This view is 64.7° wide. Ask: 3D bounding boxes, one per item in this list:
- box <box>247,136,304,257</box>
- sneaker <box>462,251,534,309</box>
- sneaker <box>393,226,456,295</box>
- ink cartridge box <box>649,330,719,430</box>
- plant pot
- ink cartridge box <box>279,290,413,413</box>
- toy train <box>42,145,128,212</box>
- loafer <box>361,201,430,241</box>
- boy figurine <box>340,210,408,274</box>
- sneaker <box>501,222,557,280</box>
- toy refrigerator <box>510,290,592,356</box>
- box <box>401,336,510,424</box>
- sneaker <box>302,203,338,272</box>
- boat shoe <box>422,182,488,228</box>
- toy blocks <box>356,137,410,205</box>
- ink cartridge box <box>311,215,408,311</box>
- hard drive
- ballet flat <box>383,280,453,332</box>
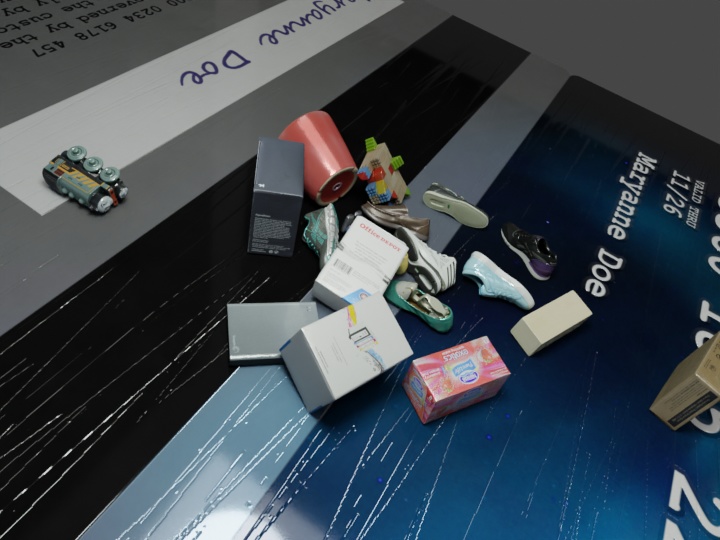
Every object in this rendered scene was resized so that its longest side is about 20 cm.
[{"bbox_3d":[-0.203,-0.175,1.366,0.115,0.202,0.200,6,48,-11],"label":"box"},{"bbox_3d":[0.340,0.045,1.432,0.199,0.074,0.082,40,80,13],"label":"sneaker"},{"bbox_3d":[0.170,-0.031,1.447,0.114,0.076,0.202,-13,61,-37],"label":"sneaker"},{"bbox_3d":[0.771,0.248,1.294,0.075,0.166,0.199,42,51,20],"label":"ink cartridge box"},{"bbox_3d":[-0.109,-0.286,1.513,0.198,0.201,0.178,-27,71,-34],"label":"plant pot"},{"bbox_3d":[-0.029,0.161,1.127,0.197,0.147,0.147,-23,78,-33],"label":"ink cartridge box"},{"bbox_3d":[-0.655,-0.214,1.358,0.198,0.086,0.115,31,60,10],"label":"toy train"},{"bbox_3d":[0.097,-0.143,1.501,0.196,0.072,0.073,22,6,-6],"label":"loafer"},{"bbox_3d":[0.037,-0.063,1.430,0.200,0.065,0.123,42,41,24],"label":"boy figurine"},{"bbox_3d":[0.467,-0.076,1.549,0.074,0.088,0.201,-15,54,-27],"label":"sneaker"},{"bbox_3d":[0.463,0.128,1.382,0.197,0.070,0.076,-22,64,-31],"label":"toy refrigerator"},{"bbox_3d":[0.200,0.228,1.194,0.196,0.096,0.104,-12,54,-25],"label":"box"},{"bbox_3d":[-0.101,-0.071,1.405,0.089,0.078,0.203,-9,52,9],"label":"sneaker"},{"bbox_3d":[0.277,-0.188,1.605,0.197,0.073,0.068,28,51,12],"label":"boat shoe"},{"bbox_3d":[0.060,-0.238,1.536,0.098,0.202,0.138,-11,38,31],"label":"toy blocks"},{"bbox_3d":[0.000,0.000,1.303,0.144,0.085,0.202,32,63,3],"label":"ink cartridge box"},{"bbox_3d":[-0.184,0.132,1.212,0.195,0.033,0.141,-1,50,-16],"label":"hard drive"},{"bbox_3d":[0.136,0.067,1.337,0.198,0.071,0.067,33,48,14],"label":"ballet flat"}]
